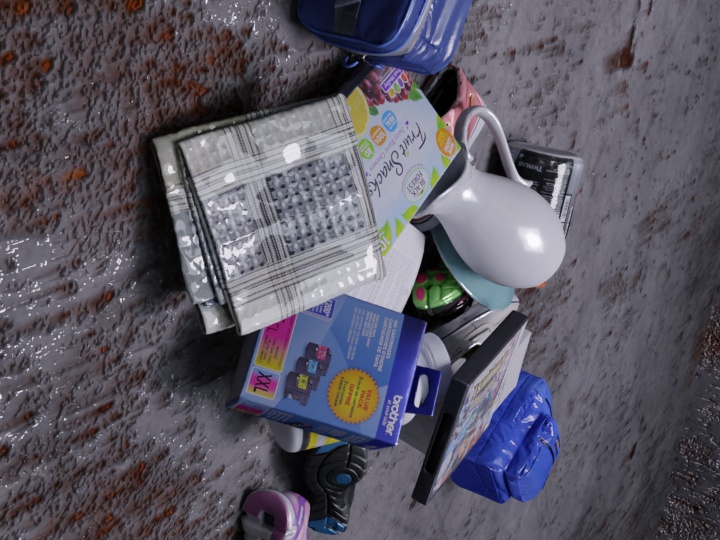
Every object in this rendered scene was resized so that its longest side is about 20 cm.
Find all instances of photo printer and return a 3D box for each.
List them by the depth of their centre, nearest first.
[{"bbox_3d":[0.000,0.000,1.117,0.200,0.069,0.167,29,82,-59],"label":"photo printer"}]

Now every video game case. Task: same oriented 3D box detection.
[{"bbox_3d":[0.135,0.162,1.153,0.200,0.025,0.181,-36,147,-55],"label":"video game case"}]

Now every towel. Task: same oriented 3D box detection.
[{"bbox_3d":[-0.078,-0.052,0.878,0.200,0.035,0.193,-19,107,-22],"label":"towel"}]

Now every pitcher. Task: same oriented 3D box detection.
[{"bbox_3d":[0.164,-0.085,1.148,0.200,0.121,0.172,35,75,-28],"label":"pitcher"}]

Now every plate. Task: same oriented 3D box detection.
[{"bbox_3d":[0.155,-0.042,1.263,0.200,0.026,0.200,35,40,-36],"label":"plate"}]

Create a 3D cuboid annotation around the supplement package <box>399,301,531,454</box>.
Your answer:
[{"bbox_3d":[0.135,0.153,1.350,0.200,0.121,0.120,-41,150,-40],"label":"supplement package"}]

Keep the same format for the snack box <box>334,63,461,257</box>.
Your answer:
[{"bbox_3d":[0.013,-0.122,1.006,0.142,0.053,0.200,52,49,-21],"label":"snack box"}]

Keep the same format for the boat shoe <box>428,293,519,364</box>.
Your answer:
[{"bbox_3d":[0.150,0.095,1.282,0.200,0.070,0.071,-26,159,-33],"label":"boat shoe"}]

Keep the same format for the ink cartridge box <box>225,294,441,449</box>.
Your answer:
[{"bbox_3d":[-0.020,0.099,0.970,0.076,0.200,0.137,149,-42,-67],"label":"ink cartridge box"}]

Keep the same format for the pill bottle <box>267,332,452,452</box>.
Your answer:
[{"bbox_3d":[-0.003,0.129,1.068,0.200,0.112,0.112,-10,120,-21],"label":"pill bottle"}]

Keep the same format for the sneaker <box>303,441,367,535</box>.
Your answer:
[{"bbox_3d":[-0.034,0.242,1.178,0.082,0.073,0.200,-82,-175,-47],"label":"sneaker"}]

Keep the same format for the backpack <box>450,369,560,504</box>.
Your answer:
[{"bbox_3d":[0.246,0.266,1.566,0.200,0.168,0.163,-58,154,-27],"label":"backpack"}]

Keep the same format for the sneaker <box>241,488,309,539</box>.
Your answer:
[{"bbox_3d":[-0.105,0.352,1.148,0.088,0.080,0.200,-4,110,-65],"label":"sneaker"}]

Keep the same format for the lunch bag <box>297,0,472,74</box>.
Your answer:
[{"bbox_3d":[0.027,-0.291,0.934,0.132,0.136,0.200,12,98,-59],"label":"lunch bag"}]

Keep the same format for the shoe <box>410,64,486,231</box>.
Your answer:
[{"bbox_3d":[0.091,-0.154,1.183,0.091,0.071,0.200,43,67,-52],"label":"shoe"}]

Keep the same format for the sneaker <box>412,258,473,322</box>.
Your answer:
[{"bbox_3d":[0.122,0.034,1.284,0.200,0.077,0.084,-27,118,-66],"label":"sneaker"}]

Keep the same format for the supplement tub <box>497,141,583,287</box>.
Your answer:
[{"bbox_3d":[0.252,-0.084,1.418,0.122,0.122,0.200,-10,116,-56],"label":"supplement tub"}]

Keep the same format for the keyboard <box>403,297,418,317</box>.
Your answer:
[{"bbox_3d":[0.023,0.119,1.270,0.200,0.040,0.104,-63,172,-16],"label":"keyboard"}]
